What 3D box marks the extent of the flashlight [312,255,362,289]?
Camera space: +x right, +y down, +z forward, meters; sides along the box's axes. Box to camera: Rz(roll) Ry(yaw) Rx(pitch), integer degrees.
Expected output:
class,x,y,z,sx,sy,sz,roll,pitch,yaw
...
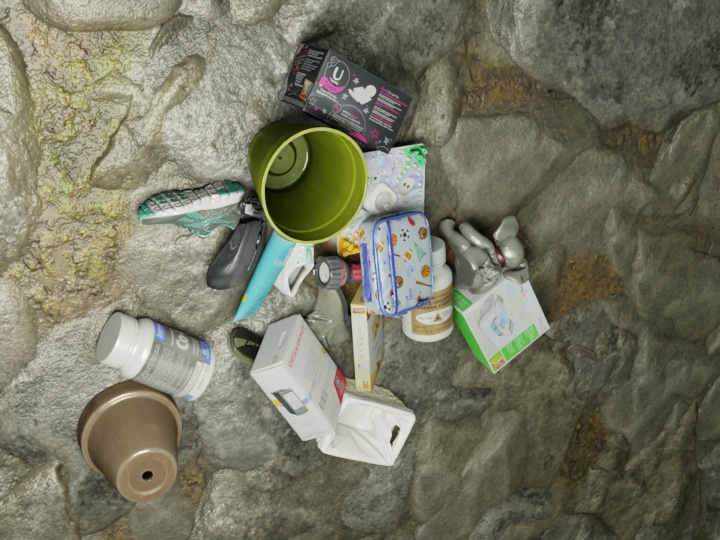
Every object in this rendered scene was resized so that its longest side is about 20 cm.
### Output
class,x,y,z,sx,sy,sz,roll,pitch,yaw
flashlight,0.000,0.000,1.658,0.197,0.068,0.069,-4,122,-38

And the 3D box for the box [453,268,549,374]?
class,x,y,z,sx,sy,sz,roll,pitch,yaw
box,0.311,0.095,1.909,0.175,0.097,0.202,-36,123,-7

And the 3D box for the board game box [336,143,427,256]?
class,x,y,z,sx,sy,sz,roll,pitch,yaw
board game box,0.045,-0.137,1.660,0.196,0.026,0.204,-12,117,-23

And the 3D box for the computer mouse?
class,x,y,z,sx,sy,sz,roll,pitch,yaw
computer mouse,-0.215,-0.039,1.563,0.202,0.052,0.138,-57,160,11

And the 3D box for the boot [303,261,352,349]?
class,x,y,z,sx,sy,sz,roll,pitch,yaw
boot,-0.089,0.089,1.710,0.129,0.068,0.203,-28,122,-9

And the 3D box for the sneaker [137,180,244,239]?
class,x,y,z,sx,sy,sz,roll,pitch,yaw
sneaker,-0.299,-0.096,1.509,0.196,0.078,0.093,-12,121,-22

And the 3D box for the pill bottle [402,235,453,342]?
class,x,y,z,sx,sy,sz,roll,pitch,yaw
pill bottle,0.139,0.037,1.778,0.112,0.114,0.204,-16,118,-21

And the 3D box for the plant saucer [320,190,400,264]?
class,x,y,z,sx,sy,sz,roll,pitch,yaw
plant saucer,0.011,-0.087,1.701,0.196,0.037,0.205,-12,117,-23

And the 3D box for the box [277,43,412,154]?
class,x,y,z,sx,sy,sz,roll,pitch,yaw
box,-0.028,-0.313,1.521,0.197,0.132,0.117,22,97,-34

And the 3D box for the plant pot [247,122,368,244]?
class,x,y,z,sx,sy,sz,roll,pitch,yaw
plant pot,-0.115,-0.178,1.497,0.196,0.193,0.205,-12,117,-23

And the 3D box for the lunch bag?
class,x,y,z,sx,sy,sz,roll,pitch,yaw
lunch bag,0.068,-0.009,1.634,0.158,0.075,0.205,-14,103,-40

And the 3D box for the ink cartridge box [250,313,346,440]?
class,x,y,z,sx,sy,sz,roll,pitch,yaw
ink cartridge box,-0.118,0.212,1.666,0.084,0.149,0.201,-20,121,26

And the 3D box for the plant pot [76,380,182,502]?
class,x,y,z,sx,sy,sz,roll,pitch,yaw
plant pot,-0.418,0.334,1.574,0.196,0.174,0.205,-11,115,-23

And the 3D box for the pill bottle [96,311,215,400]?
class,x,y,z,sx,sy,sz,roll,pitch,yaw
pill bottle,-0.377,0.157,1.552,0.198,0.114,0.115,28,97,-35

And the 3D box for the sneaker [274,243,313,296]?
class,x,y,z,sx,sy,sz,roll,pitch,yaw
sneaker,-0.110,-0.046,1.622,0.074,0.088,0.204,10,106,-29

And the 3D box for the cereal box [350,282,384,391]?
class,x,y,z,sx,sy,sz,roll,pitch,yaw
cereal box,0.017,0.126,1.740,0.039,0.144,0.204,4,117,12

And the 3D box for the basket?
class,x,y,z,sx,sy,sz,roll,pitch,yaw
basket,-0.003,0.322,1.822,0.197,0.123,0.138,20,102,-32

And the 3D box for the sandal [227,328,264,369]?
class,x,y,z,sx,sy,sz,roll,pitch,yaw
sandal,-0.203,0.178,1.691,0.057,0.081,0.200,-25,134,27

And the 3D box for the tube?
class,x,y,z,sx,sy,sz,roll,pitch,yaw
tube,-0.184,0.015,1.610,0.077,0.050,0.202,-9,132,-58

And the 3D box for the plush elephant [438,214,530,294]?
class,x,y,z,sx,sy,sz,roll,pitch,yaw
plush elephant,0.276,-0.035,1.781,0.152,0.199,0.168,-21,113,-23
